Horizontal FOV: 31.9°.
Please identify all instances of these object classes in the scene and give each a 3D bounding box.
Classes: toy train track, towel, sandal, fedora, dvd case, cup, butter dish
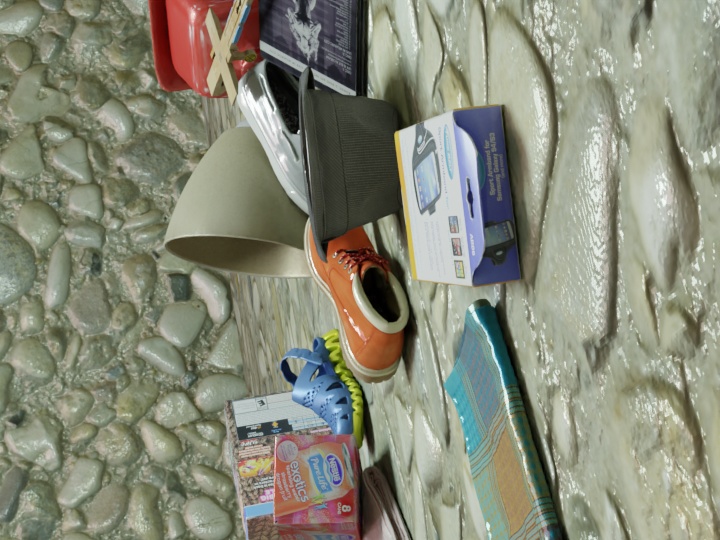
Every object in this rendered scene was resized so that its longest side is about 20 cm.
[{"bbox_3d":[-0.126,-0.256,1.348,0.200,0.032,0.116,123,133,-56],"label":"toy train track"},{"bbox_3d":[0.034,0.355,1.424,0.191,0.032,0.202,-117,23,-62],"label":"towel"},{"bbox_3d":[-0.046,0.155,1.571,0.201,0.086,0.080,-116,22,-55],"label":"sandal"},{"bbox_3d":[-0.007,-0.099,1.147,0.200,0.089,0.179,174,90,-86],"label":"fedora"},{"bbox_3d":[-0.051,-0.278,1.261,0.148,0.016,0.202,32,138,33],"label":"dvd case"},{"bbox_3d":[-0.121,-0.083,1.465,0.200,0.198,0.145,130,147,-76],"label":"cup"},{"bbox_3d":[0.101,0.139,0.920,0.147,0.021,0.202,99,160,-60],"label":"towel"},{"bbox_3d":[-0.138,-0.275,1.481,0.201,0.198,0.148,92,157,-45],"label":"butter dish"}]

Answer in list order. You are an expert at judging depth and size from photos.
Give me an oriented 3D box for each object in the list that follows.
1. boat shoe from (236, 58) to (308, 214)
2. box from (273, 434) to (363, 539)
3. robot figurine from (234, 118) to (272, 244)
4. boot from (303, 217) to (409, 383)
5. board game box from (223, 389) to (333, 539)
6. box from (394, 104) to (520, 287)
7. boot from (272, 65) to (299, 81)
[{"bbox_3d":[-0.060,-0.143,1.383,0.068,0.072,0.201,-35,82,54],"label":"boat shoe"},{"bbox_3d":[-0.046,0.264,1.475,0.200,0.093,0.104,83,-173,-68],"label":"box"},{"bbox_3d":[-0.104,-0.101,1.606,0.125,0.148,0.202,-62,-34,-79],"label":"robot figurine"},{"bbox_3d":[0.000,0.000,1.261,0.108,0.074,0.201,104,148,-56],"label":"boot"},{"bbox_3d":[-0.088,0.265,1.675,0.201,0.158,0.098,-108,13,-45],"label":"board game box"},{"bbox_3d":[0.070,-0.051,0.909,0.200,0.041,0.121,-173,76,-77],"label":"box"},{"bbox_3d":[-0.066,-0.313,1.387,0.201,0.072,0.146,113,150,-55],"label":"boot"}]
